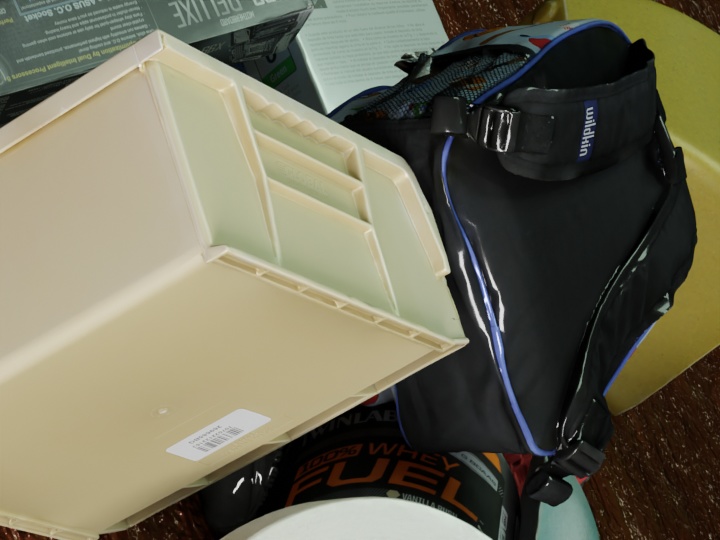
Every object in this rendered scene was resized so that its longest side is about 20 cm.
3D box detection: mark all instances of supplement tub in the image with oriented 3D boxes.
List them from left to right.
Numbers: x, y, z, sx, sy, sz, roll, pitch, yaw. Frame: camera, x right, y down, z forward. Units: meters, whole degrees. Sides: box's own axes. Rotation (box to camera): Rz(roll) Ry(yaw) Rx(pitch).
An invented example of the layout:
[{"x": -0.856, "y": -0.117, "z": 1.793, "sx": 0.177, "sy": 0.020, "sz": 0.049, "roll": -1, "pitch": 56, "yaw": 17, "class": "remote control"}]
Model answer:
[{"x": 0.011, "y": 0.140, "z": 1.244, "sx": 0.123, "sy": 0.122, "sz": 0.200, "roll": 51, "pitch": 23, "yaw": -20, "class": "supplement tub"}]

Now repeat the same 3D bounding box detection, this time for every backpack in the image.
[{"x": 0.068, "y": -0.023, "z": 1.235, "sx": 0.190, "sy": 0.154, "sz": 0.200, "roll": -36, "pitch": 122, "yaw": -43, "class": "backpack"}]

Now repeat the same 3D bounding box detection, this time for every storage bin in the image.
[{"x": -0.090, "y": 0.018, "z": 1.076, "sx": 0.199, "sy": 0.200, "sz": 0.094, "roll": 23, "pitch": 42, "yaw": -56, "class": "storage bin"}]

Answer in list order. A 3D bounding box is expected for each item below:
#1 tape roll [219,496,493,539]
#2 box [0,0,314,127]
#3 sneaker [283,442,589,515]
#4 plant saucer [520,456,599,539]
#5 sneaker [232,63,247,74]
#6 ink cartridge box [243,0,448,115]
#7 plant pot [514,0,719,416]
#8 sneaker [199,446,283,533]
[{"x": -0.001, "y": 0.192, "z": 1.094, "sx": 0.203, "sy": 0.037, "sz": 0.203, "roll": 3, "pitch": 82, "yaw": -23, "class": "tape roll"}, {"x": -0.142, "y": -0.154, "z": 1.234, "sx": 0.200, "sy": 0.050, "sz": 0.158, "roll": -19, "pitch": 76, "yaw": -27, "class": "box"}, {"x": 0.032, "y": 0.057, "z": 1.378, "sx": 0.200, "sy": 0.079, "sz": 0.096, "roll": 19, "pitch": 29, "yaw": -18, "class": "sneaker"}, {"x": 0.086, "y": 0.180, "z": 1.291, "sx": 0.201, "sy": 0.039, "sz": 0.201, "roll": 11, "pitch": 90, "yaw": -88, "class": "plant saucer"}, {"x": -0.042, "y": -0.120, "z": 1.507, "sx": 0.200, "sy": 0.089, "sz": 0.079, "roll": 22, "pitch": 42, "yaw": -54, "class": "sneaker"}, {"x": -0.013, "y": -0.131, "z": 1.449, "sx": 0.109, "sy": 0.050, "sz": 0.200, "roll": -9, "pitch": 71, "yaw": -42, "class": "ink cartridge box"}, {"x": 0.161, "y": -0.068, "z": 1.761, "sx": 0.200, "sy": 0.194, "sz": 0.196, "roll": 36, "pitch": 30, "yaw": -27, "class": "plant pot"}, {"x": -0.084, "y": 0.025, "z": 1.262, "sx": 0.076, "sy": 0.091, "sz": 0.200, "roll": 138, "pitch": -54, "yaw": -76, "class": "sneaker"}]
